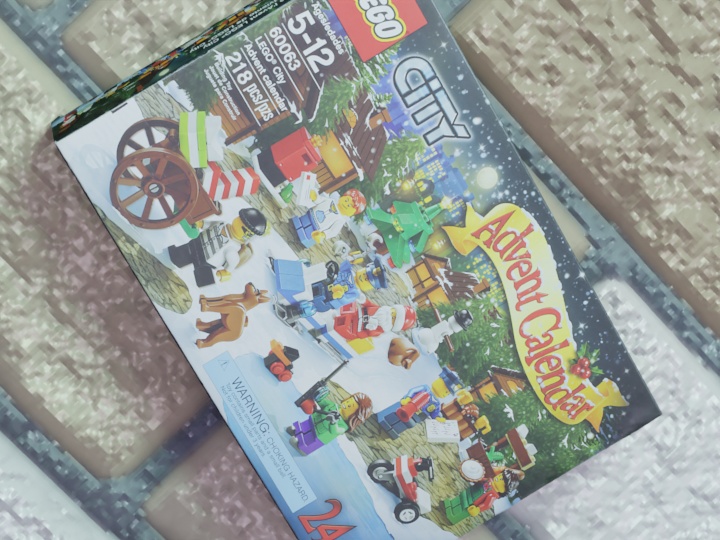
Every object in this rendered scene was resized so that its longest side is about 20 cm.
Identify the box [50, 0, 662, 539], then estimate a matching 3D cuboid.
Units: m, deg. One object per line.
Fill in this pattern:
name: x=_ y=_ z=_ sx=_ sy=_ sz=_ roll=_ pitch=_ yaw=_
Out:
box: x=0.000 y=0.000 z=0.923 sx=0.136 sy=0.038 sz=0.201 roll=-31 pitch=107 yaw=1
